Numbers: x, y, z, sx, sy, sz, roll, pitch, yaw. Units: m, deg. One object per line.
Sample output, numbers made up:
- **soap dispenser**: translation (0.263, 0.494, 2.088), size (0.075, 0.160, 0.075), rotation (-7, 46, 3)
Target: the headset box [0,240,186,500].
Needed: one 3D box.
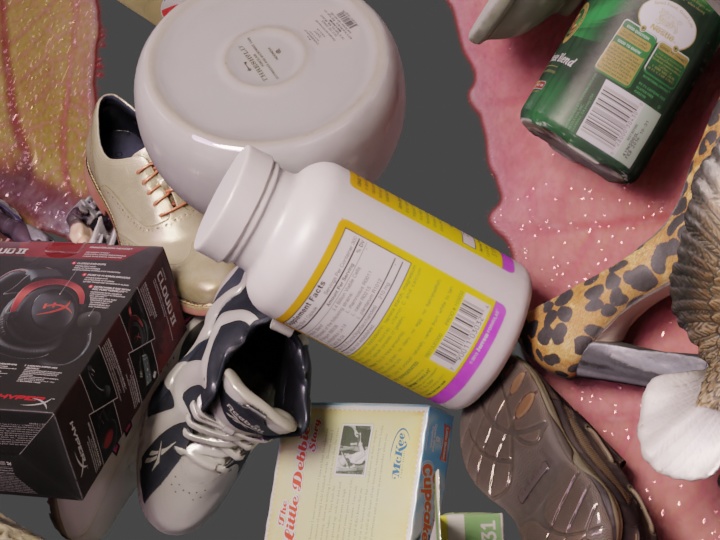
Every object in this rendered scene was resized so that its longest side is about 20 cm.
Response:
- **headset box**: translation (-0.215, 0.055, 1.349), size (0.148, 0.075, 0.200), rotation (2, 36, 20)

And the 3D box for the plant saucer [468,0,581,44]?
- **plant saucer**: translation (0.142, -0.220, 1.304), size (0.050, 0.200, 0.201), rotation (32, 92, -2)

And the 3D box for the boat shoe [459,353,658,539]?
- **boat shoe**: translation (0.120, 0.126, 1.237), size (0.075, 0.073, 0.200), rotation (-51, 33, 18)

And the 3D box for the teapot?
- **teapot**: translation (-0.061, -0.098, 1.397), size (0.196, 0.146, 0.201), rotation (8, 53, 10)

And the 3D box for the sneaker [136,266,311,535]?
- **sneaker**: translation (-0.088, 0.098, 1.335), size (0.200, 0.079, 0.130), rotation (-58, 14, 8)

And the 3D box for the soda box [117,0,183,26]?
- **soda box**: translation (-0.149, -0.228, 1.459), size (0.068, 0.200, 0.064), rotation (-34, 57, 19)

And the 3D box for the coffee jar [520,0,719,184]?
- **coffee jar**: translation (0.184, -0.157, 1.273), size (0.085, 0.104, 0.201), rotation (32, 91, -4)

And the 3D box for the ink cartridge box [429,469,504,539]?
- **ink cartridge box**: translation (0.064, 0.208, 1.167), size (0.048, 0.200, 0.146), rotation (-2, 68, -2)

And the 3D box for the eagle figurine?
- **eagle figurine**: translation (0.243, 0.026, 1.127), size (0.151, 0.201, 0.151), rotation (13, 49, 11)

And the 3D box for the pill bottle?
- **pill bottle**: translation (0.000, 0.000, 1.272), size (0.105, 0.199, 0.104), rotation (-57, 13, 20)

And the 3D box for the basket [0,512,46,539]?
- **basket**: translation (-0.290, 0.237, 1.393), size (0.197, 0.200, 0.162), rotation (19, 78, 36)

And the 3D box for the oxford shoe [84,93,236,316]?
- **oxford shoe**: translation (-0.144, -0.046, 1.432), size (0.071, 0.074, 0.200), rotation (-26, 51, -23)

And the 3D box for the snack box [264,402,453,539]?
- **snack box**: translation (-0.009, 0.186, 1.319), size (0.116, 0.037, 0.201), rotation (-1, 72, 33)

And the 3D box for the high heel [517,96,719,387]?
- **high heel**: translation (0.168, -0.027, 1.255), size (0.142, 0.071, 0.201), rotation (10, 88, 29)

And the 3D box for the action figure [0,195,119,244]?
- **action figure**: translation (-0.243, -0.007, 1.529), size (0.199, 0.069, 0.131), rotation (26, 81, 33)

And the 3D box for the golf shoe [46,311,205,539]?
- **golf shoe**: translation (-0.151, 0.102, 1.422), size (0.092, 0.073, 0.201), rotation (22, 85, 35)

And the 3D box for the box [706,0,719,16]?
- **box**: translation (0.289, -0.142, 1.140), size (0.105, 0.200, 0.184), rotation (-48, 54, 7)
